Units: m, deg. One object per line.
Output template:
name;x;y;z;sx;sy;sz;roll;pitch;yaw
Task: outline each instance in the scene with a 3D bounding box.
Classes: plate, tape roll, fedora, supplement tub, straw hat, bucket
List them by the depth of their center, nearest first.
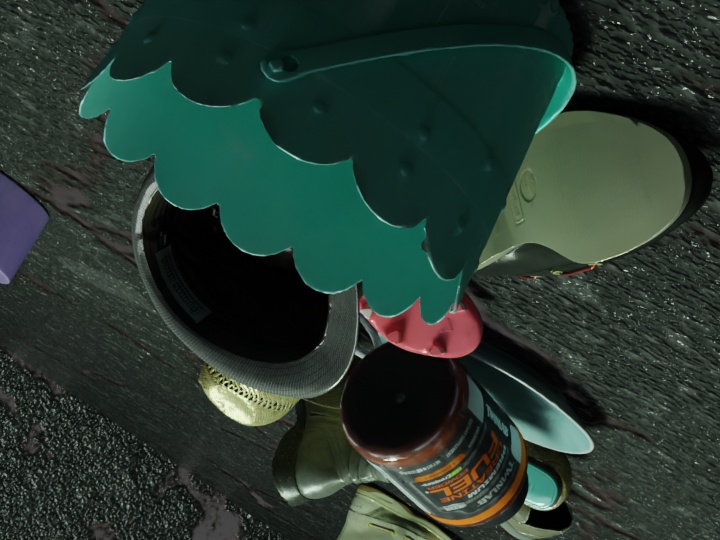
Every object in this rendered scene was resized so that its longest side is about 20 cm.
bucket;-0.010;-0.082;0.754;0.206;0.135;0.207;29;167;7
fedora;-0.056;-0.013;1.125;0.199;0.090;0.178;12;118;34
supplement tub;0.070;0.139;1.349;0.107;0.107;0.200;20;164;36
plate;0.106;0.090;1.376;0.199;0.026;0.200;27;166;7
straw hat;-0.086;0.085;1.431;0.201;0.085;0.201;32;-159;-13
tape roll;-0.440;-0.073;1.799;0.199;0.085;0.200;28;166;8

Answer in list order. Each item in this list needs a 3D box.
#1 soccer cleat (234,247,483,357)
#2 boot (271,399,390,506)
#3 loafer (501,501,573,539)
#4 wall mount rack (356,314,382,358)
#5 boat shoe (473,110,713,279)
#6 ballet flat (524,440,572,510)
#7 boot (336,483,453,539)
soccer cleat;0.000;0.000;1.222;0.199;0.067;0.076;24;-163;3
boot;0.004;0.121;1.483;0.130;0.201;0.068;-17;129;25
loafer;0.142;0.206;1.646;0.069;0.076;0.200;-3;152;45
wall mount rack;-0.076;0.011;1.365;0.200;0.075;0.174;40;-160;-18
boat shoe;0.107;-0.036;0.846;0.063;0.074;0.201;-4;174;-31
ballet flat;0.104;0.152;1.534;0.199;0.071;0.071;27;166;12
boot;0.044;0.417;2.404;0.200;0.155;0.072;35;166;-20
